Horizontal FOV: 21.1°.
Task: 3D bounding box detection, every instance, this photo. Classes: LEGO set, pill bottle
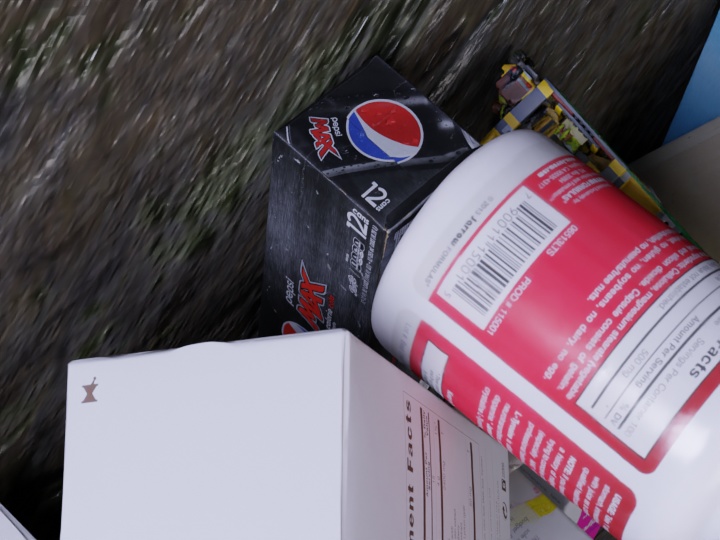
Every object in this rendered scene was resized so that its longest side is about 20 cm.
[{"bbox_3d":[0.102,0.006,0.933,0.116,0.200,0.154,-42,175,8],"label":"LEGO set"},{"bbox_3d":[0.110,0.042,0.775,0.112,0.200,0.112,-44,160,-21],"label":"pill bottle"}]

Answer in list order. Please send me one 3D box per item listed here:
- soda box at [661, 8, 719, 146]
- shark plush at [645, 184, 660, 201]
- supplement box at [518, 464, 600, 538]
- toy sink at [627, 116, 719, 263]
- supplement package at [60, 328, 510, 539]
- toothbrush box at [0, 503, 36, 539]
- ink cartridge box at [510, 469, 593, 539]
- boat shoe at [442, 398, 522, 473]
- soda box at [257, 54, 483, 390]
[{"bbox_3d":[0.243,-0.105,1.191,0.064,0.068,0.200,-37,158,-28],"label":"soda box"},{"bbox_3d":[0.086,0.014,1.064,0.199,0.084,0.091,-17,171,-9],"label":"shark plush"},{"bbox_3d":[0.116,0.161,1.385,0.101,0.103,0.201,-32,154,-36],"label":"supplement box"},{"bbox_3d":[0.258,-0.020,1.135,0.199,0.113,0.130,-27,134,37],"label":"toy sink"},{"bbox_3d":[-0.023,0.112,0.787,0.120,0.121,0.200,-7,160,21],"label":"supplement package"},{"bbox_3d":[-0.204,0.190,0.773,0.145,0.086,0.201,-34,157,-37],"label":"toothbrush box"},{"bbox_3d":[0.081,0.194,1.219,0.116,0.200,0.067,-41,160,-16],"label":"ink cartridge box"},{"bbox_3d":[0.098,0.024,1.148,0.201,0.075,0.072,-62,-168,13],"label":"boat shoe"},{"bbox_3d":[0.000,0.000,0.865,0.063,0.071,0.200,-38,158,-26],"label":"soda box"}]
